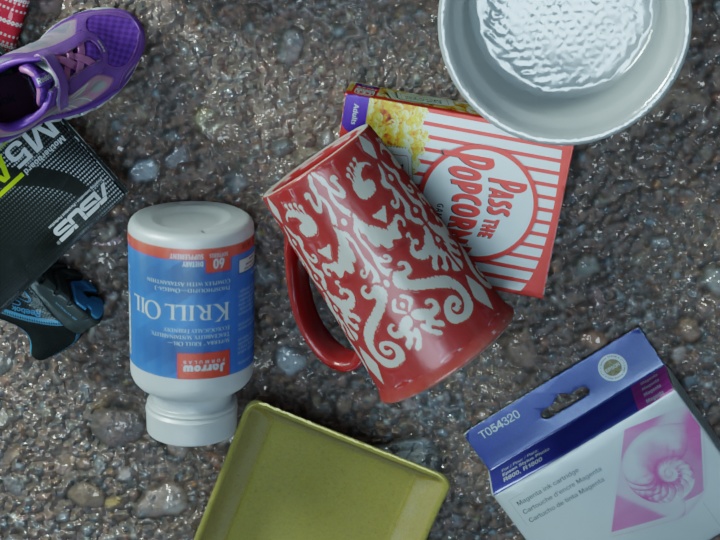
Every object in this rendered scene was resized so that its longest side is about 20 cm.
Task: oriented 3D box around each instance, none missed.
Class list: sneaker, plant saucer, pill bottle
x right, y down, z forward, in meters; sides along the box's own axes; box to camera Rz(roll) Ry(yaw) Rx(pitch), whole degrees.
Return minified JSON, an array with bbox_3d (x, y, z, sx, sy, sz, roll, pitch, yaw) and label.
[{"bbox_3d":[-0.327,-0.002,1.528,0.082,0.073,0.200,-41,99,19],"label":"sneaker"},{"bbox_3d":[-0.259,-0.161,1.417,0.200,0.088,0.081,-32,98,-25],"label":"sneaker"},{"bbox_3d":[-0.041,0.231,1.586,0.199,0.048,0.200,22,109,-1],"label":"plant saucer"},{"bbox_3d":[-0.149,0.048,1.503,0.112,0.112,0.201,3,109,6],"label":"pill bottle"}]

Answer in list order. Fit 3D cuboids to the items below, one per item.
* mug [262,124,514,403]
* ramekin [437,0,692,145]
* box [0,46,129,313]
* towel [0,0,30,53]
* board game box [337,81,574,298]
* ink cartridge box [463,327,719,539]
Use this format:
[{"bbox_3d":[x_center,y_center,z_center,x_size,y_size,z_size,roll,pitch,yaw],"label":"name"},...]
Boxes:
[{"bbox_3d":[0.001,0.002,1.413,0.177,0.133,0.200,-32,99,15],"label":"mug"},{"bbox_3d":[0.165,-0.210,1.385,0.200,0.098,0.201,2,108,7],"label":"ramekin"},{"bbox_3d":[-0.333,-0.071,1.452,0.200,0.047,0.193,-45,103,-18],"label":"box"},{"bbox_3d":[-0.369,-0.215,1.488,0.144,0.022,0.200,21,112,-3],"label":"towel"},{"bbox_3d":[0.075,-0.070,1.470,0.199,0.046,0.152,10,110,3],"label":"board game box"},{"bbox_3d":[0.225,0.184,1.543,0.196,0.043,0.200,-34,103,17],"label":"ink cartridge box"}]
